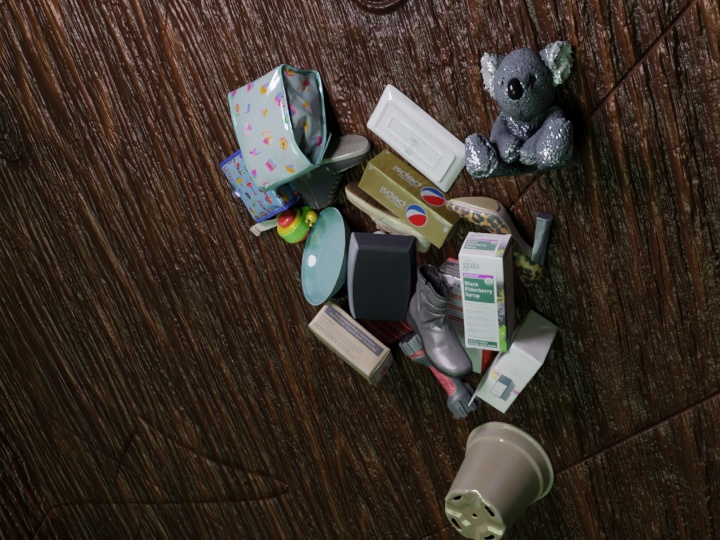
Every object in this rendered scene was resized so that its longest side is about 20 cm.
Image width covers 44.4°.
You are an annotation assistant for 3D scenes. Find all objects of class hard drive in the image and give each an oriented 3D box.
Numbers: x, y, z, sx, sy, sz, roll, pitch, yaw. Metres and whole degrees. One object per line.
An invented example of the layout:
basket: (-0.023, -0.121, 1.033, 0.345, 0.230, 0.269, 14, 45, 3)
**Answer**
hard drive: (0.040, 0.019, 1.702, 0.133, 0.043, 0.202, 4, 130, 2)

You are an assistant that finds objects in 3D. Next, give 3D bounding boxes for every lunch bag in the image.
lunch bag: (-0.149, -0.265, 1.675, 0.169, 0.121, 0.202, -17, 82, 42)
lunch bag: (-0.217, -0.184, 1.841, 0.199, 0.094, 0.151, -20, 107, 52)

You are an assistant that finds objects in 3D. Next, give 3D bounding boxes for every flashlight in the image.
flashlight: (0.161, 0.213, 1.809, 0.067, 0.068, 0.201, -30, 96, 43)

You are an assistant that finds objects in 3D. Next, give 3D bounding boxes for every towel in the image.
towel: (0.065, 0.068, 1.800, 0.144, 0.023, 0.200, 40, 135, -12)

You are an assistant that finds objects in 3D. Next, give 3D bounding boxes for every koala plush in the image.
koala plush: (0.261, -0.256, 1.397, 0.176, 0.183, 0.203, -7, 92, 30)

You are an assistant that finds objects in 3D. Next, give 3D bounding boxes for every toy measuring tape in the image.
toy measuring tape: (-0.167, -0.085, 1.861, 0.199, 0.074, 0.074, -14, 108, 39)

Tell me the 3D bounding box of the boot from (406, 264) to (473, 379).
boot: (0.148, 0.093, 1.622, 0.200, 0.069, 0.133, 52, 147, 35)

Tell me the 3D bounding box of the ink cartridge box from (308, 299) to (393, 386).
ink cartridge box: (-0.015, 0.153, 1.830, 0.164, 0.075, 0.200, 38, 172, 10)

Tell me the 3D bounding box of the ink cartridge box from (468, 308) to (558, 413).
ink cartridge box: (0.286, 0.183, 1.659, 0.067, 0.117, 0.201, 32, 133, 6)

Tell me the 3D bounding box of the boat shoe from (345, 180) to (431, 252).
boat shoe: (0.052, -0.102, 1.692, 0.199, 0.072, 0.065, 30, 132, 12)

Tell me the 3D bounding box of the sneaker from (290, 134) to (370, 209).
sneaker: (-0.046, -0.192, 1.721, 0.198, 0.075, 0.107, -12, 127, 35)

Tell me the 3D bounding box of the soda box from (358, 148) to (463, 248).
soda box: (0.096, -0.135, 1.637, 0.199, 0.068, 0.064, 38, 134, 12)

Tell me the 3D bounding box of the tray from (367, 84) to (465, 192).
tray: (0.101, -0.237, 1.602, 0.200, 0.022, 0.108, 41, 135, 9)

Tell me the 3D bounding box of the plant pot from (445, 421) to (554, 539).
plant pot: (0.267, 0.444, 1.793, 0.199, 0.183, 0.202, 19, 127, 27)

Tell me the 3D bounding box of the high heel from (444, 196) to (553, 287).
high heel: (0.238, -0.050, 1.577, 0.198, 0.071, 0.144, 15, 120, 18)

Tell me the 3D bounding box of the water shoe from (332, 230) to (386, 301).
water shoe: (0.000, 0.000, 1.788, 0.072, 0.079, 0.200, 45, 134, 4)

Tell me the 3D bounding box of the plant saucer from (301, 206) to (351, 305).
plant saucer: (-0.063, -0.027, 1.785, 0.200, 0.036, 0.202, -32, 53, 56)

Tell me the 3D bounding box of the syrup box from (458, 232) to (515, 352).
syrup box: (0.225, 0.038, 1.555, 0.078, 0.082, 0.202, 5, 125, 21)

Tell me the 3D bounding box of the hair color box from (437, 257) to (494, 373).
hair color box: (0.202, 0.087, 1.702, 0.110, 0.064, 0.202, 19, 128, 29)
